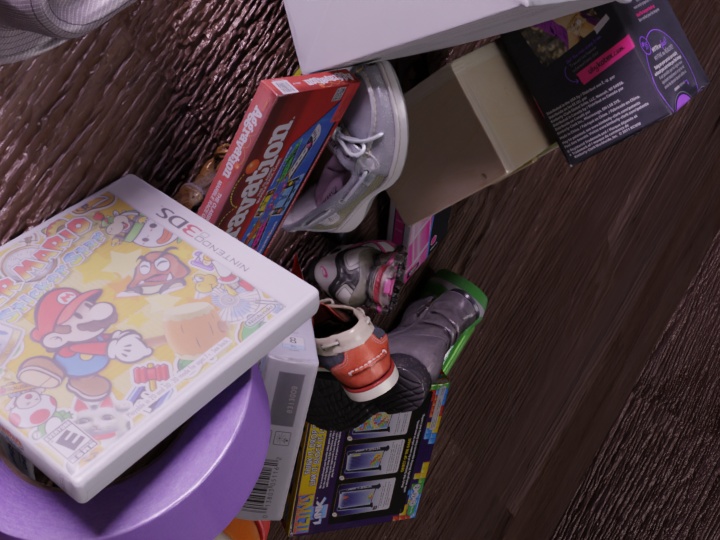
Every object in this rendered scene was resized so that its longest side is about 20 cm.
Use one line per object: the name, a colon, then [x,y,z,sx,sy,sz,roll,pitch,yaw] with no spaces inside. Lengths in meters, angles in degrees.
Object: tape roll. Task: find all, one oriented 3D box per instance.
tape roll: [-0.160,0.095,0.623,0.200,0.199,0.066,-49,150,-25]

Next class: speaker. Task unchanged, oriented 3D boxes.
speaker: [0.075,0.102,1.172,0.201,0.088,0.089,-57,152,-12]

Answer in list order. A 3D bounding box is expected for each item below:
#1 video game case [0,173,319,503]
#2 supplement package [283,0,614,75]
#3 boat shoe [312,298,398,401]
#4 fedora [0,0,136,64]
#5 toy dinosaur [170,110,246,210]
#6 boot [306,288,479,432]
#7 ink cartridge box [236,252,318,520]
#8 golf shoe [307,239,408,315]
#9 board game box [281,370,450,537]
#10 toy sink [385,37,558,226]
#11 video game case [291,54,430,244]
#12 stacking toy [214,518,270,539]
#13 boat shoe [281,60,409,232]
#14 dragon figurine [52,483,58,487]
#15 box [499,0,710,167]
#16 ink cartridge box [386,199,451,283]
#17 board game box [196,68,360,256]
video game case: [-0.155,0.026,0.592,0.200,0.181,0.023,-39,148,-38]
supplement package: [0.068,-0.244,0.697,0.199,0.189,0.149,-25,104,-51]
boat shoe: [-0.024,0.057,0.865,0.071,0.200,0.063,-33,109,-10]
fedora: [-0.155,-0.192,0.501,0.202,0.090,0.177,-60,153,-7]
toy dinosaur: [-0.100,-0.065,0.770,0.107,0.060,0.200,-51,164,5]
boot: [0.021,0.086,0.934,0.132,0.198,0.070,-49,117,-41]
ink cartridge box: [-0.082,0.094,0.856,0.201,0.047,0.162,-108,-152,-62]
golf shoe: [0.000,0.000,0.968,0.200,0.091,0.074,20,84,-84]
board game box: [0.000,0.196,1.073,0.163,0.057,0.203,-1,121,-23]
toy sink: [0.116,-0.138,0.890,0.130,0.113,0.199,-27,-174,44]
video game case: [0.003,-0.149,0.888,0.182,0.025,0.201,-54,152,-19]
stacking toy: [-0.124,0.206,0.899,0.201,0.144,0.148,-58,157,-45]
boat shoe: [-0.016,-0.089,0.771,0.064,0.075,0.202,-12,160,-25]
dragon figurine: [-0.260,0.197,0.693,0.198,0.100,0.059,-25,139,-24]
box: [0.197,-0.214,0.828,0.122,0.105,0.202,-33,96,-49]
ink cartridge box: [0.067,-0.083,1.024,0.095,0.037,0.201,-47,155,-32]
board game box: [-0.077,-0.057,0.707,0.103,0.019,0.201,-24,151,-54]
